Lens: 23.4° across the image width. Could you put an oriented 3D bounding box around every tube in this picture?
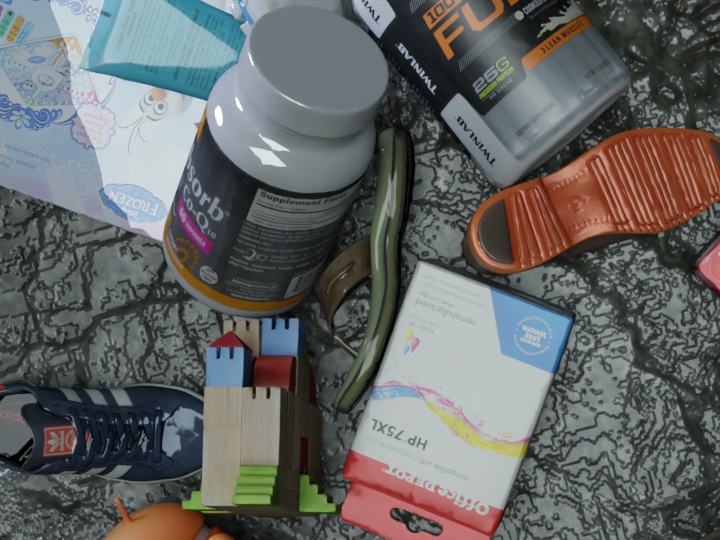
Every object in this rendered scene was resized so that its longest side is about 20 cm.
[{"bbox_3d":[-0.087,-0.143,1.197,0.199,0.050,0.078,19,90,-13],"label":"tube"}]

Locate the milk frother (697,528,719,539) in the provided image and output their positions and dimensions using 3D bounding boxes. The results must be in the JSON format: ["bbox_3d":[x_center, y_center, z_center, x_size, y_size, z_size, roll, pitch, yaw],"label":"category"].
[{"bbox_3d":[0.301,0.265,1.115,0.179,0.188,0.201,-21,89,9],"label":"milk frother"}]

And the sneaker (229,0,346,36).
[{"bbox_3d":[-0.057,-0.232,1.176,0.074,0.087,0.201,-16,72,-28],"label":"sneaker"}]

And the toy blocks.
[{"bbox_3d":[-0.064,0.094,1.172,0.099,0.200,0.138,-1,80,9],"label":"toy blocks"}]

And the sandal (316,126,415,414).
[{"bbox_3d":[0.000,-0.001,1.210,0.057,0.080,0.203,7,83,3],"label":"sandal"}]

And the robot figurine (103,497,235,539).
[{"bbox_3d":[-0.112,0.243,1.206,0.200,0.144,0.117,41,80,-3],"label":"robot figurine"}]

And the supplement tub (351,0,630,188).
[{"bbox_3d":[0.077,-0.166,1.169,0.122,0.123,0.200,-40,86,7],"label":"supplement tub"}]

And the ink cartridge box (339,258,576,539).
[{"bbox_3d":[0.063,0.105,1.206,0.115,0.067,0.202,20,95,7],"label":"ink cartridge box"}]

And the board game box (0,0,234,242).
[{"bbox_3d":[-0.196,-0.145,1.249,0.198,0.043,0.201,19,94,7],"label":"board game box"}]

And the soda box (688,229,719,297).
[{"bbox_3d":[0.317,0.041,1.169,0.200,0.063,0.070,44,97,4],"label":"soda box"}]

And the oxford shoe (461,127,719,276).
[{"bbox_3d":[0.160,-0.048,1.192,0.198,0.073,0.072,-16,84,-10],"label":"oxford shoe"}]

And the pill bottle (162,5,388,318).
[{"bbox_3d":[-0.056,-0.070,1.148,0.116,0.117,0.201,32,136,6],"label":"pill bottle"}]

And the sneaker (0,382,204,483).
[{"bbox_3d":[-0.197,0.118,1.236,0.198,0.085,0.076,0,92,8],"label":"sneaker"}]
